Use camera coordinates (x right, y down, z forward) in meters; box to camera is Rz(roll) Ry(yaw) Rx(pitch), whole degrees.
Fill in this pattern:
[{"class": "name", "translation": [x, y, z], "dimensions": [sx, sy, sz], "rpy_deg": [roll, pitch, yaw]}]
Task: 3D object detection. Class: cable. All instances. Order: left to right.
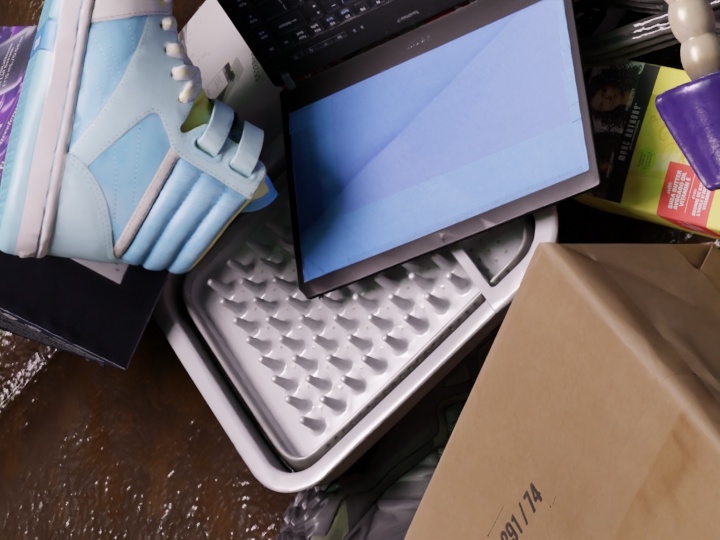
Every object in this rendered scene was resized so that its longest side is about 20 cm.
[{"class": "cable", "translation": [0.179, -0.121, 1.059], "dimensions": [0.199, 0.050, 0.098], "rpy_deg": [-22, 59, 31]}]

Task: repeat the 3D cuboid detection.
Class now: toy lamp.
[{"class": "toy lamp", "translation": [0.142, -0.136, 1.004], "dimensions": [0.058, 0.058, 0.202], "rpy_deg": [-20, 88, 39]}]

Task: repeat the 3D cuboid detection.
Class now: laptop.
[{"class": "laptop", "translation": [0.001, -0.116, 1.057], "dimensions": [0.176, 0.201, 0.104], "rpy_deg": [-21, 26, 30]}]

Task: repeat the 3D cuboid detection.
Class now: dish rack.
[{"class": "dish rack", "translation": [0.000, 0.000, 1.115], "dimensions": [0.200, 0.043, 0.172], "rpy_deg": [-44, 55, 10]}]

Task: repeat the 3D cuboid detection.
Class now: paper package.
[{"class": "paper package", "translation": [0.126, 0.115, 0.987], "dimensions": [0.191, 0.103, 0.201], "rpy_deg": [53, 131, 42]}]

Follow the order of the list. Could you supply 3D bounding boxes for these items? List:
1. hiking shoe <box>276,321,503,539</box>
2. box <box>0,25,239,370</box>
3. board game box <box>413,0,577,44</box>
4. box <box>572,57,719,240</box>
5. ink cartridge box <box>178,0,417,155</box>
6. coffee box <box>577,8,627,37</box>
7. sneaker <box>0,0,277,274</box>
[{"class": "hiking shoe", "translation": [0.044, 0.103, 1.136], "dimensions": [0.200, 0.101, 0.076], "rpy_deg": [-50, 15, -7]}, {"class": "box", "translation": [-0.173, -0.043, 1.192], "dimensions": [0.199, 0.104, 0.149], "rpy_deg": [8, 73, 60]}, {"class": "board game box", "translation": [0.107, -0.182, 1.071], "dimensions": [0.199, 0.030, 0.097], "rpy_deg": [-16, 81, 29]}, {"class": "box", "translation": [0.180, -0.049, 1.053], "dimensions": [0.199, 0.050, 0.076], "rpy_deg": [19, 91, 45]}, {"class": "ink cartridge box", "translation": [-0.058, -0.089, 1.243], "dimensions": [0.200, 0.083, 0.147], "rpy_deg": [-47, 29, 25]}, {"class": "coffee box", "translation": [0.112, -0.211, 1.141], "dimensions": [0.201, 0.079, 0.113], "rpy_deg": [-55, 50, 19]}, {"class": "sneaker", "translation": [-0.092, -0.093, 1.066], "dimensions": [0.080, 0.129, 0.202], "rpy_deg": [-148, 73, -77]}]
